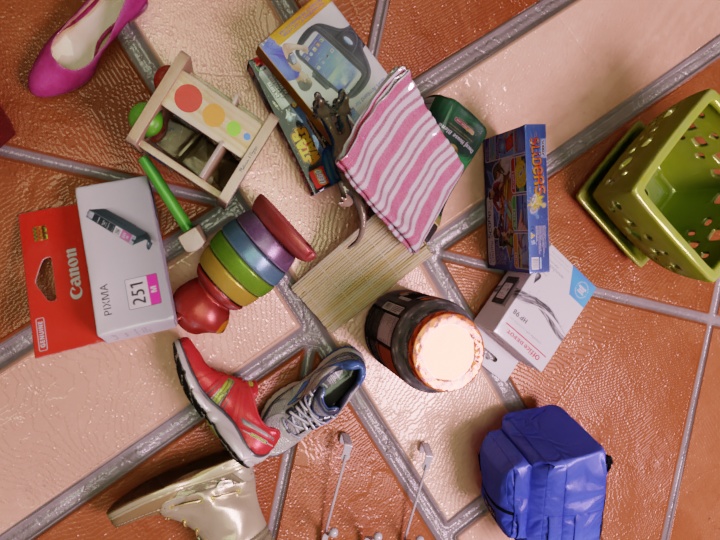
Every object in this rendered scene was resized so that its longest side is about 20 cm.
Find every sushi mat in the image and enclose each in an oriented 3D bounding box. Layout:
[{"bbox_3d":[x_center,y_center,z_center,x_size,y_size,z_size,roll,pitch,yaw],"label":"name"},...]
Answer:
[{"bbox_3d":[0.000,0.000,0.837,0.199,0.012,0.096,-39,101,21],"label":"sushi mat"}]

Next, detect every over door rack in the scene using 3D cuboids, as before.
[{"bbox_3d":[0.024,0.354,0.883,0.146,0.067,0.203,12,90,-15],"label":"over door rack"}]

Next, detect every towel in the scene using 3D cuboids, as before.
[{"bbox_3d":[0.060,-0.130,0.741,0.200,0.030,0.147,45,70,-43],"label":"towel"}]

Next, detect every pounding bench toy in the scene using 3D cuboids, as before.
[{"bbox_3d":[-0.225,-0.145,0.762,0.155,0.124,0.202,32,85,-13],"label":"pounding bench toy"}]

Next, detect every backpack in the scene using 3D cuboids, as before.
[{"bbox_3d":[0.269,0.332,0.901,0.165,0.163,0.203,-9,108,-4],"label":"backpack"}]

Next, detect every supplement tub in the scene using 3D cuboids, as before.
[{"bbox_3d":[0.084,0.094,0.815,0.121,0.200,0.125,-1,94,-14],"label":"supplement tub"}]

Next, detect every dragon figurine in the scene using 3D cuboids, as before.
[{"bbox_3d":[-0.016,-0.133,0.776,0.058,0.100,0.202,-17,131,-5],"label":"dragon figurine"}]

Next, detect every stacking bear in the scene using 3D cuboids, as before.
[{"bbox_3d":[-0.168,0.006,0.798,0.200,0.121,0.114,-43,96,0],"label":"stacking bear"}]

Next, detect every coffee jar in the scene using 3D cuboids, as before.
[{"bbox_3d":[0.094,-0.141,0.860,0.104,0.085,0.202,30,86,-30],"label":"coffee jar"}]

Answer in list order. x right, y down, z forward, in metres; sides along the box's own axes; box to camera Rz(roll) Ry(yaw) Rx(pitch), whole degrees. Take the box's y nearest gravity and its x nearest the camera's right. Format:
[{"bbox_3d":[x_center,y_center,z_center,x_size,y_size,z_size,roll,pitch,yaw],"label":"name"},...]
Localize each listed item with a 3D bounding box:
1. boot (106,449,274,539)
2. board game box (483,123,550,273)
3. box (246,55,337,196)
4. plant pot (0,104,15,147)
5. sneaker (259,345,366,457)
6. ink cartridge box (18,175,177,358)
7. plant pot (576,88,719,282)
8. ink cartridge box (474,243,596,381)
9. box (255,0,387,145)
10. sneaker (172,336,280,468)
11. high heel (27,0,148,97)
[{"bbox_3d":[-0.228,0.350,0.816,0.198,0.073,0.158,-18,94,-18],"label":"boot"},{"bbox_3d":[0.226,-0.101,0.874,0.034,0.135,0.203,-4,95,-13],"label":"board game box"},{"bbox_3d":[-0.055,-0.227,0.845,0.136,0.040,0.202,-28,99,-12],"label":"box"},{"bbox_3d":[-0.511,-0.194,0.663,0.175,0.199,0.202,-30,100,-23],"label":"plant pot"},{"bbox_3d":[-0.069,0.186,0.841,0.200,0.085,0.077,-45,102,-7],"label":"sneaker"},{"bbox_3d":[-0.336,-0.009,0.749,0.171,0.044,0.203,-13,73,-14],"label":"ink cartridge box"},{"bbox_3d":[0.469,-0.121,0.911,0.200,0.181,0.200,42,82,-12],"label":"plant pot"},{"bbox_3d":[0.259,0.071,0.922,0.115,0.067,0.201,37,84,-19],"label":"ink cartridge box"},{"bbox_3d":[-0.032,-0.256,0.808,0.119,0.041,0.200,-43,100,-9],"label":"box"},{"bbox_3d":[-0.183,0.169,0.814,0.085,0.077,0.201,-35,85,-27],"label":"sneaker"},{"bbox_3d":[-0.341,-0.295,0.739,0.200,0.096,0.068,-41,102,-9],"label":"high heel"}]
